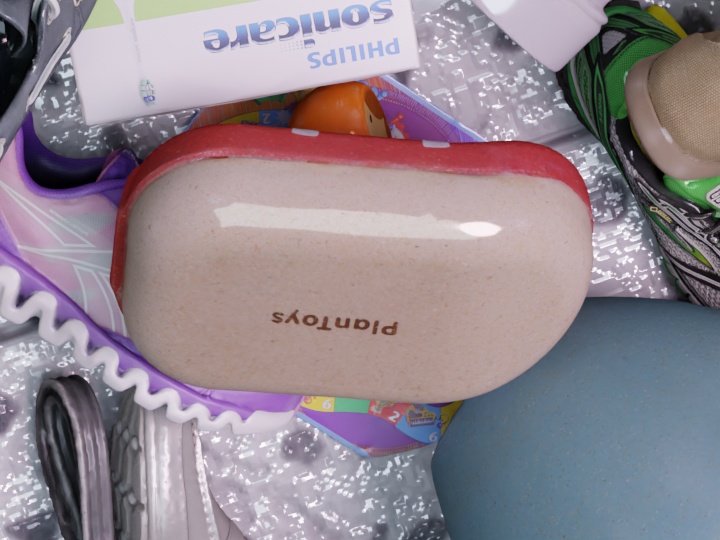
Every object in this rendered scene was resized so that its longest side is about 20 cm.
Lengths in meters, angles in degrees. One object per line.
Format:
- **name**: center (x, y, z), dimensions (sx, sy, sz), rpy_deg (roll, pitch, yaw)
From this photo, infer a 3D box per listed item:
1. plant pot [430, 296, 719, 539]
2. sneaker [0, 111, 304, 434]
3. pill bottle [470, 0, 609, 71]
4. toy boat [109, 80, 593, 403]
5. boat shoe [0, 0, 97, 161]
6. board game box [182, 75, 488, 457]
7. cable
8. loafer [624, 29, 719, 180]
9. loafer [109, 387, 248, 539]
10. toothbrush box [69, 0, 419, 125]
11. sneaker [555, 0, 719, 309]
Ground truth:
- **plant pot**: center (0.111, 0.090, 1.188), dimensions (0.135, 0.200, 0.200), rpy_deg (35, 103, 11)
- **sneaker**: center (-0.103, -0.003, 1.173), dimensions (0.200, 0.081, 0.089), rpy_deg (31, 101, -8)
- **pill bottle**: center (0.116, -0.187, 1.124), dimensions (0.114, 0.114, 0.200), rpy_deg (41, 100, -16)
- **toy boat**: center (-0.003, -0.026, 1.121), dimensions (0.199, 0.131, 0.131), rpy_deg (5, 139, -7)
- **boat shoe**: center (-0.134, -0.095, 1.027), dimensions (0.073, 0.062, 0.200), rpy_deg (38, 69, -30)
- **board game box**: center (0.000, 0.000, 1.210), dimensions (0.200, 0.039, 0.158), rpy_deg (33, 102, -14)
- **cable**: center (-0.130, 0.152, 1.220), dimensions (0.050, 0.097, 0.201), rpy_deg (-13, 111, -22)
- **loafer**: center (0.200, -0.084, 1.142), dimensions (0.200, 0.067, 0.076), rpy_deg (-22, 89, -40)
- **loafer**: center (-0.074, 0.142, 1.240), dimensions (0.070, 0.070, 0.201), rpy_deg (-11, 111, -17)
- **toothbrush box**: center (-0.063, -0.176, 1.123), dimensions (0.145, 0.086, 0.201), rpy_deg (-11, 108, -1)
- **sneaker**: center (0.158, -0.029, 1.194), dimensions (0.078, 0.085, 0.200), rpy_deg (-39, 108, 8)
